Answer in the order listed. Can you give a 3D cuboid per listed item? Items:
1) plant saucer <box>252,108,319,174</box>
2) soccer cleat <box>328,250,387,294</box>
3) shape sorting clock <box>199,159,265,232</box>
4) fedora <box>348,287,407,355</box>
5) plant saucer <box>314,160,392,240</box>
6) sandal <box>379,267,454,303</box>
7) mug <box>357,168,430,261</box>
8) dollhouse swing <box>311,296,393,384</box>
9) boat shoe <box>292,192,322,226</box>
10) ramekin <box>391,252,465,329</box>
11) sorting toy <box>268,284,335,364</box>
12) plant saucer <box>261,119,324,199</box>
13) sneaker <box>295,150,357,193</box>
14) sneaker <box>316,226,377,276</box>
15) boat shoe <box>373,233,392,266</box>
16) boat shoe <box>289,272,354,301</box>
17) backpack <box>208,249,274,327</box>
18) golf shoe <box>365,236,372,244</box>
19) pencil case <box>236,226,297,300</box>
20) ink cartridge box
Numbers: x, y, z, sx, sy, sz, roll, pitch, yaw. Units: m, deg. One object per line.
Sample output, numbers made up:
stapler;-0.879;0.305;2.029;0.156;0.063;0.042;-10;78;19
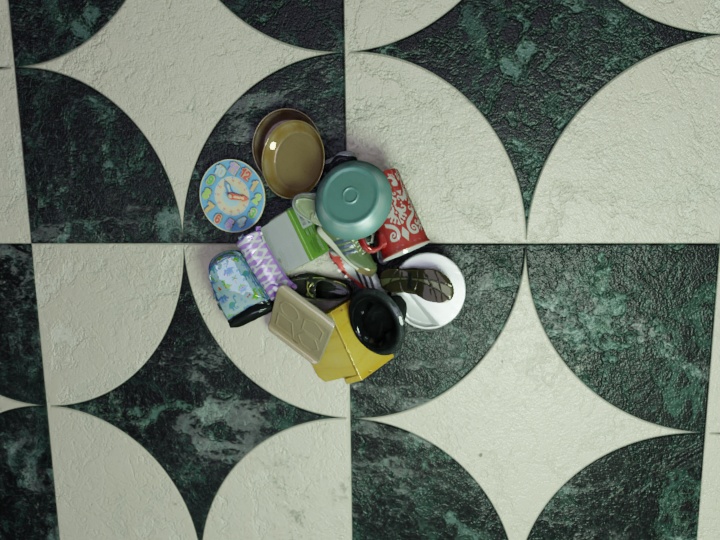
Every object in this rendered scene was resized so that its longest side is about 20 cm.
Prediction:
plant saucer;-0.199;-0.337;1.519;0.195;0.037;0.206;1;99;8
soccer cleat;0.000;0.000;1.515;0.199;0.069;0.086;40;88;10
shape sorting clock;-0.362;-0.209;1.557;0.194;0.039;0.206;1;98;8
fedora;0.060;0.119;1.441;0.198;0.091;0.205;23;127;34
plant saucer;-0.021;-0.177;1.340;0.194;0.036;0.206;-2;77;11
sandal;0.147;0.035;1.426;0.195;0.054;0.084;5;93;22
mug;0.071;-0.140;1.386;0.132;0.176;0.204;-23;85;33
dollhouse swing;-0.044;0.198;1.576;0.180;0.175;0.204;-28;95;-31
boat shoe;-0.088;-0.144;1.397;0.196;0.062;0.074;23;102;11
ramekin;0.182;0.049;1.494;0.197;0.094;0.208;1;98;7
sorting toy;-0.161;0.146;1.502;0.183;0.037;0.202;35;137;9
plant saucer;-0.172;-0.291;1.464;0.196;0.035;0.206;1;91;26
sneaker;-0.082;-0.228;1.476;0.197;0.076;0.115;-31;57;8
sneaker;-0.023;-0.079;1.449;0.199;0.067;0.090;41;121;8
boat shoe;0.077;-0.110;1.503;0.072;0.063;0.206;14;101;2
boat shoe;-0.118;0.047;1.550;0.196;0.061;0.074;3;99;7
backpack;-0.342;0.040;1.549;0.160;0.154;0.204;-23;79;9
golf shoe;-0.009;-0.138;1.502;0.092;0.078;0.206;9;98;6
pencil case;-0.257;-0.019;1.515;0.084;0.084;0.203;-30;95;15
ink cartridge box;-0.201;-0.080;1.543;0.198;0.075;0.150;-22;96;44
